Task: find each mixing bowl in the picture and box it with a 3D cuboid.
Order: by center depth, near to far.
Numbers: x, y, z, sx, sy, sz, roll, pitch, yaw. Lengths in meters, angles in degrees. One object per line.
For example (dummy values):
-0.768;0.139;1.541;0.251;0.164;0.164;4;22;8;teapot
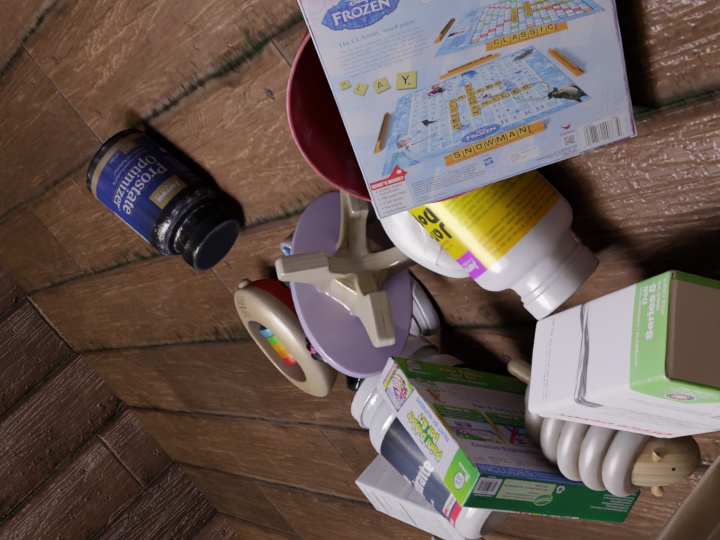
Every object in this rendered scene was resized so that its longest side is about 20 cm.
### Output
0.038;-0.159;0.907;0.109;0.199;0.201;-104;-7;-49;mixing bowl

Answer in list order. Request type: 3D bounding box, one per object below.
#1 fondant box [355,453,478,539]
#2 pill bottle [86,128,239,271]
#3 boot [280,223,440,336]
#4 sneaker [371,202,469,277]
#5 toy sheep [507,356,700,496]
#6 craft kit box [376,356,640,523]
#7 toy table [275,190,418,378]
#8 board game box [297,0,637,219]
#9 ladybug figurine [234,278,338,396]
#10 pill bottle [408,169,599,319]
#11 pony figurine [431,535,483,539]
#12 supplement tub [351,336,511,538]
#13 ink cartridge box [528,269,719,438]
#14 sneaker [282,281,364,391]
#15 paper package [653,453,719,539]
0.105;0.247;1.490;0.200;0.144;0.058;9;140;56;fondant box
-0.260;-0.091;1.611;0.200;0.112;0.112;38;156;19;pill bottle
-0.004;0.019;1.360;0.200;0.096;0.074;49;158;-6;boot
0.047;-0.077;1.136;0.200;0.073;0.085;47;160;2;sneaker
0.219;0.131;1.106;0.200;0.138;0.138;29;152;37;toy sheep
0.141;0.164;1.187;0.199;0.049;0.198;12;-155;-30;craft kit box
0.000;0.000;1.239;0.117;0.183;0.201;124;124;-71;toy table
0.077;-0.147;0.826;0.041;0.199;0.200;-103;-6;-47;board game box
-0.096;0.084;1.666;0.200;0.072;0.136;54;156;-20;ladybug figurine
0.108;-0.055;1.027;0.200;0.104;0.104;46;158;1;pill bottle
0.156;0.507;1.875;0.200;0.166;0.194;137;122;-71;pony figurine
0.100;0.184;1.347;0.200;0.140;0.141;42;158;23;supplement tub
0.241;0.072;0.938;0.145;0.084;0.200;12;164;-18;ink cartridge box
-0.037;0.070;1.523;0.200;0.084;0.077;52;157;-13;sneaker
0.314;0.234;1.035;0.103;0.191;0.200;39;158;18;paper package
